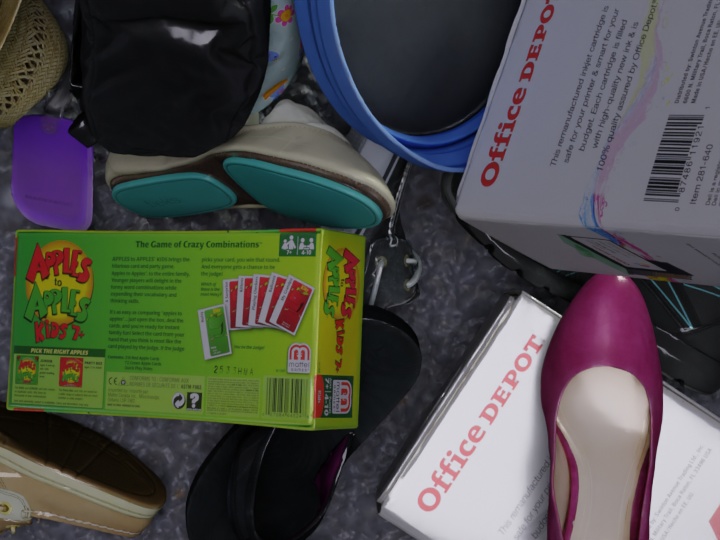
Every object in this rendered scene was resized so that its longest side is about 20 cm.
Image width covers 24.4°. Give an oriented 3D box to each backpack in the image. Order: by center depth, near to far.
[{"bbox_3d":[-0.078,-0.170,0.873,0.127,0.167,0.200,16,48,-2],"label":"backpack"}]

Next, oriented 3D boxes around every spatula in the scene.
[{"bbox_3d":[-0.163,-0.124,0.951,0.056,0.021,0.200,9,87,23],"label":"spatula"}]

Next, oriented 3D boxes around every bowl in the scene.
[{"bbox_3d":[0.046,-0.152,0.857,0.201,0.039,0.201,-10,105,-42],"label":"bowl"}]

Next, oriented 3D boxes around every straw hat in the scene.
[{"bbox_3d":[-0.209,-0.125,0.912,0.085,0.201,0.201,31,92,-42],"label":"straw hat"}]

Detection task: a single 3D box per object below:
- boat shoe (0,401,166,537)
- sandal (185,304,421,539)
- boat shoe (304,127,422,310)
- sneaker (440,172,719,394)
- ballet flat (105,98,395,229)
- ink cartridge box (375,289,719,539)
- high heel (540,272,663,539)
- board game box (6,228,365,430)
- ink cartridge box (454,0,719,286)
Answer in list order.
[{"bbox_3d":[-0.210,0.113,0.940,0.200,0.074,0.066,20,104,0],"label":"boat shoe"},{"bbox_3d":[-0.038,0.105,0.914,0.075,0.048,0.200,25,117,-16],"label":"sandal"},{"bbox_3d":[0.000,0.000,0.942,0.071,0.072,0.200,19,102,-9],"label":"boat shoe"},{"bbox_3d":[0.136,-0.012,0.934,0.200,0.075,0.079,32,99,-11],"label":"sneaker"},{"bbox_3d":[-0.058,-0.064,0.898,0.200,0.069,0.070,5,92,37],"label":"ballet flat"},{"bbox_3d":[0.127,0.122,0.932,0.200,0.083,0.147,34,90,-1],"label":"ink cartridge box"},{"bbox_3d":[0.122,0.100,0.842,0.067,0.096,0.200,11,90,-1],"label":"high heel"},{"bbox_3d":[-0.097,0.030,0.895,0.200,0.048,0.102,1,86,29],"label":"board game box"},{"bbox_3d":[0.158,-0.073,0.805,0.084,0.200,0.145,27,77,-37],"label":"ink cartridge box"}]
